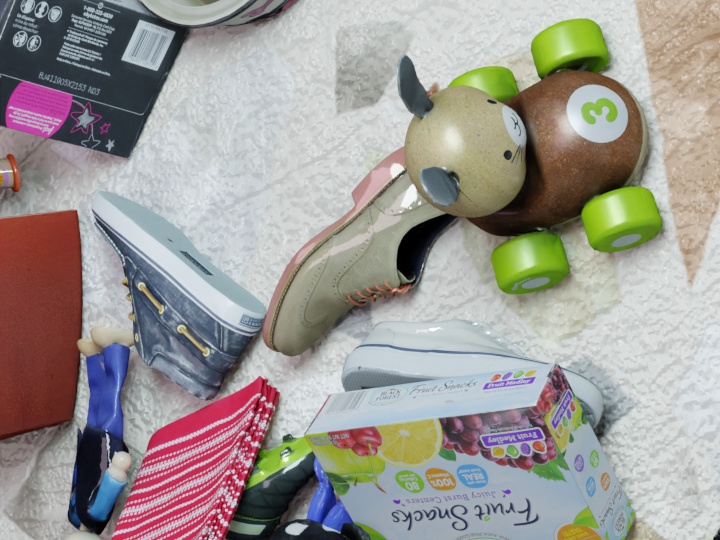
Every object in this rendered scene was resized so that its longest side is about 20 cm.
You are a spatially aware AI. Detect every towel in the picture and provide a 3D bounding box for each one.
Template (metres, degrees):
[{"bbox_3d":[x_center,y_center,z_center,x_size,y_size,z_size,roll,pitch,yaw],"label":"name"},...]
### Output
[{"bbox_3d":[-0.141,0.176,1.751,0.144,0.022,0.201,-28,27,33],"label":"towel"}]

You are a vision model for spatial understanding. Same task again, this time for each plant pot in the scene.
[{"bbox_3d":[-0.350,0.065,1.904,0.199,0.200,0.177,-17,87,34],"label":"plant pot"}]

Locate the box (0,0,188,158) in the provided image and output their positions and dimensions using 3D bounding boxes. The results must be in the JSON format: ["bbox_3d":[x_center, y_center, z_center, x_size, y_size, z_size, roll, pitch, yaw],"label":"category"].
[{"bbox_3d":[-0.264,-0.190,1.858,0.115,0.199,0.133,34,103,35],"label":"box"}]

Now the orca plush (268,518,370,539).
[{"bbox_3d":[-0.023,0.254,1.622,0.201,0.071,0.105,59,136,32],"label":"orca plush"}]

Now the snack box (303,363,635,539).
[{"bbox_3d":[0.077,0.146,1.602,0.199,0.053,0.143,-10,122,36],"label":"snack box"}]

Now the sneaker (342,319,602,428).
[{"bbox_3d":[0.085,0.070,1.636,0.199,0.073,0.071,10,49,23],"label":"sneaker"}]

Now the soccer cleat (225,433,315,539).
[{"bbox_3d":[-0.095,0.203,1.768,0.200,0.068,0.081,-38,102,12],"label":"soccer cleat"}]

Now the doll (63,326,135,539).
[{"bbox_3d":[-0.216,0.154,1.844,0.136,0.048,0.201,147,130,-63],"label":"doll"}]

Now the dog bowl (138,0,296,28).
[{"bbox_3d":[-0.104,-0.291,1.832,0.199,0.074,0.202,-6,80,35],"label":"dog bowl"}]

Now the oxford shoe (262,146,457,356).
[{"bbox_3d":[0.000,0.000,1.718,0.075,0.070,0.200,48,113,25],"label":"oxford shoe"}]

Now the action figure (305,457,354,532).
[{"bbox_3d":[-0.026,0.202,1.721,0.065,0.052,0.201,36,110,40],"label":"action figure"}]

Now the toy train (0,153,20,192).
[{"bbox_3d":[-0.331,-0.130,1.976,0.055,0.150,0.202,-7,85,-6],"label":"toy train"}]

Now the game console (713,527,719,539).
[{"bbox_3d":[0.292,0.284,1.435,0.199,0.176,0.117,31,73,35],"label":"game console"}]

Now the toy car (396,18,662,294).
[{"bbox_3d":[0.095,-0.090,1.577,0.157,0.199,0.165,-26,69,31],"label":"toy car"}]

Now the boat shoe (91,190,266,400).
[{"bbox_3d":[-0.168,0.018,1.837,0.200,0.071,0.091,40,105,32],"label":"boat shoe"}]
